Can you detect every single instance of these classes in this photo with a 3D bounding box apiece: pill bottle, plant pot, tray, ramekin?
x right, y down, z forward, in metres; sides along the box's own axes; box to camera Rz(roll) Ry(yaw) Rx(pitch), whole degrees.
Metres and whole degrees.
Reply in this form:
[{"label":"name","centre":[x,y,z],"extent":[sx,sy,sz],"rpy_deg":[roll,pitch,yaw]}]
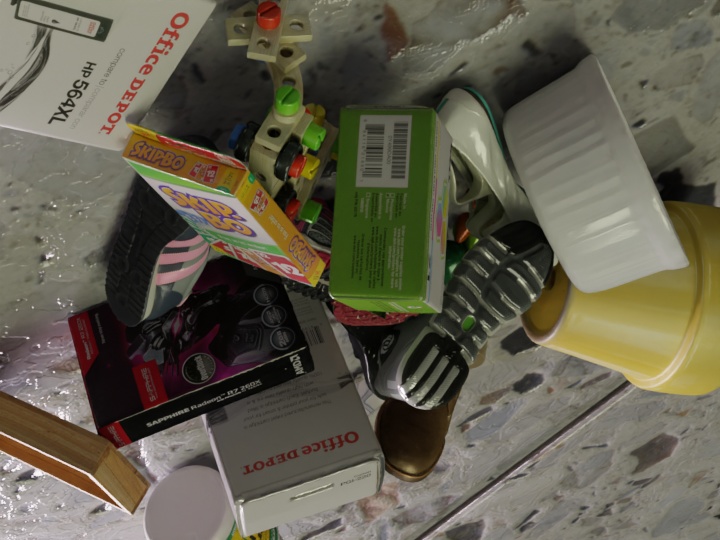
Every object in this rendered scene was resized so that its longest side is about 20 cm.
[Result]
[{"label":"pill bottle","centre":[-0.162,0.312,1.466],"extent":[0.112,0.113,0.200],"rpy_deg":[-28,146,5]},{"label":"plant pot","centre":[0.274,0.020,1.286],"extent":[0.188,0.202,0.201],"rpy_deg":[8,137,-16]},{"label":"tray","centre":[-0.289,0.148,1.110],"extent":[0.037,0.199,0.099],"rpy_deg":[-61,154,-23]},{"label":"ramekin","centre":[0.202,-0.077,1.092],"extent":[0.097,0.201,0.200],"rpy_deg":[-24,147,15]}]

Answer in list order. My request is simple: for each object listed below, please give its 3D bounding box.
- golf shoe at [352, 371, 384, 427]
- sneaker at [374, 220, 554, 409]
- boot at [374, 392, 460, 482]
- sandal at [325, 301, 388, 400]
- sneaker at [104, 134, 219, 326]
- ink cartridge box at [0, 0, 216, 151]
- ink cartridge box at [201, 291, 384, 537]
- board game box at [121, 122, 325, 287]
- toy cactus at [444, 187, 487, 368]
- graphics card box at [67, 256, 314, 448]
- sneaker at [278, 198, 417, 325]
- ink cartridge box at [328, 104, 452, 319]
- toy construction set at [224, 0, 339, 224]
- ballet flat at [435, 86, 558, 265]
[{"label":"golf shoe","centre":[0.000,0.171,1.389],"extent":[0.199,0.097,0.078],"rpy_deg":[-24,145,-3]},{"label":"sneaker","centre":[0.076,0.034,1.089],"extent":[0.200,0.075,0.115],"rpy_deg":[-47,-164,-22]},{"label":"boot","centre":[0.068,0.122,1.231],"extent":[0.073,0.200,0.076],"rpy_deg":[28,131,0]},{"label":"sandal","centre":[0.015,0.058,1.292],"extent":[0.075,0.048,0.201],"rpy_deg":[-34,133,-10]},{"label":"sneaker","centre":[-0.150,-0.040,1.050],"extent":[0.082,0.070,0.200],"rpy_deg":[-20,152,-47]},{"label":"ink cartridge box","centre":[-0.215,-0.169,0.799],"extent":[0.199,0.085,0.146],"rpy_deg":[9,135,-40]},{"label":"ink cartridge box","centre":[-0.077,0.133,1.194],"extent":[0.145,0.201,0.085],"rpy_deg":[-16,146,-11]},{"label":"board game box","centre":[-0.098,-0.045,0.916],"extent":[0.030,0.095,0.200],"rpy_deg":[-64,157,-15]},{"label":"toy cactus","centre":[0.090,0.014,1.183],"extent":[0.102,0.166,0.200],"rpy_deg":[-6,142,9]},{"label":"graphics card box","centre":[-0.154,0.067,1.124],"extent":[0.199,0.126,0.051],"rpy_deg":[-20,146,-5]},{"label":"sneaker","centre":[0.000,0.000,1.163],"extent":[0.080,0.075,0.200],"rpy_deg":[-8,155,27]},{"label":"ink cartridge box","centre":[0.036,-0.039,1.020],"extent":[0.075,0.149,0.200],"rpy_deg":[2,173,14]},{"label":"toy construction set","centre":[-0.055,-0.111,0.951],"extent":[0.131,0.092,0.200],"rpy_deg":[-61,158,-28]},{"label":"ballet flat","centre":[0.110,-0.068,1.104],"extent":[0.069,0.070,0.200],"rpy_deg":[-28,120,6]}]
